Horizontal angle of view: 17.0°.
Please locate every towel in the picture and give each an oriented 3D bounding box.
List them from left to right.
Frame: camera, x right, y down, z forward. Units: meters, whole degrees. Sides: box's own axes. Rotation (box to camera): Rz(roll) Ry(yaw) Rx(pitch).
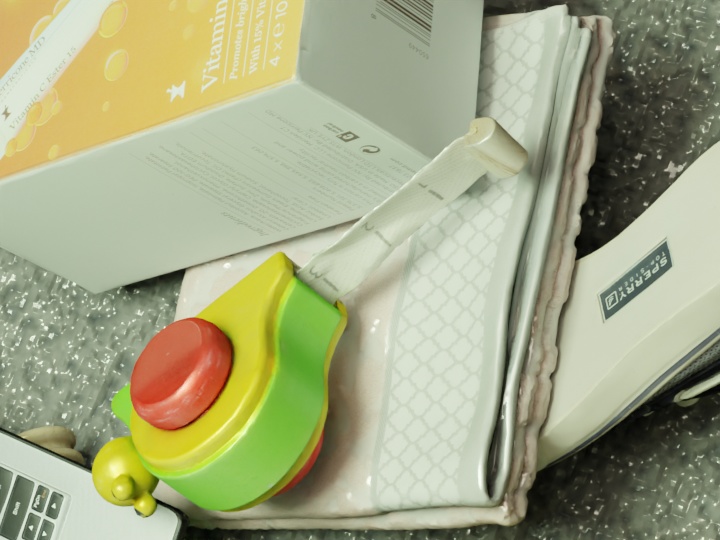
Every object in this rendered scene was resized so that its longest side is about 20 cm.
[{"bbox_3d":[0.000,0.000,0.911,0.191,0.032,0.201,-5,66,43],"label":"towel"}]

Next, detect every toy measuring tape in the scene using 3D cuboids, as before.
[{"bbox_3d":[-0.018,0.028,0.845,0.200,0.074,0.074,-37,62,18],"label":"toy measuring tape"}]

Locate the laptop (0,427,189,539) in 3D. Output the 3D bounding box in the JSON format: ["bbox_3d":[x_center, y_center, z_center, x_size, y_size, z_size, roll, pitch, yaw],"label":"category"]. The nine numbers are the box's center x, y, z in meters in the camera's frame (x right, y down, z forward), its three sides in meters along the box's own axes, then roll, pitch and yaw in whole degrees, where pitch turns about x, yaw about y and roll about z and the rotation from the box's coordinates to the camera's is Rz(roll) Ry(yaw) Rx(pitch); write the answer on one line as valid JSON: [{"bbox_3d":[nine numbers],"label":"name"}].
[{"bbox_3d":[-0.198,0.143,0.897,0.199,0.116,0.188,21,95,29],"label":"laptop"}]

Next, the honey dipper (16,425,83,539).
[{"bbox_3d":[-0.095,0.154,0.924,0.038,0.038,0.200,-29,66,9],"label":"honey dipper"}]

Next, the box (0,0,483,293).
[{"bbox_3d":[-0.060,-0.082,0.916,0.200,0.097,0.125,-15,59,39],"label":"box"}]

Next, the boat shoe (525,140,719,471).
[{"bbox_3d":[0.116,0.029,0.871,0.200,0.093,0.075,-37,44,39],"label":"boat shoe"}]
